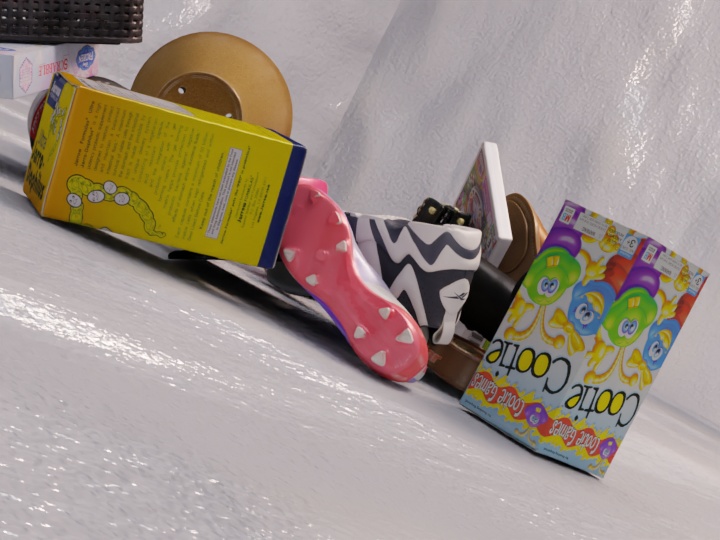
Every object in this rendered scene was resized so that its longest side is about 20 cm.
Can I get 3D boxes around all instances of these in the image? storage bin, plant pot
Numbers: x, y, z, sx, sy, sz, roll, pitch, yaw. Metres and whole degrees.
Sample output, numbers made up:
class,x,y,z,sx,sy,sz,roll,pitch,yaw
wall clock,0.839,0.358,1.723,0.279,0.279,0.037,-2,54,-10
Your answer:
class,x,y,z,sx,sy,sz,roll,pitch,yaw
storage bin,-0.307,-0.262,1.445,0.200,0.094,0.135,-1,15,-25
plant pot,-0.166,-0.166,1.677,0.186,0.187,0.200,26,4,-4

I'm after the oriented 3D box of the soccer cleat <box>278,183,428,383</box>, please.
class,x,y,z,sx,sy,sz,roll,pitch,yaw
soccer cleat,-0.009,0.013,1.331,0.200,0.067,0.076,53,0,25

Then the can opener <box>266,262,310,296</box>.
class,x,y,z,sx,sy,sz,roll,pitch,yaw
can opener,0.000,0.000,1.561,0.200,0.067,0.053,5,-11,34

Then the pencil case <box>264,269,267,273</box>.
class,x,y,z,sx,sy,sz,roll,pitch,yaw
pencil case,-0.033,-0.013,1.723,0.078,0.090,0.200,29,5,26

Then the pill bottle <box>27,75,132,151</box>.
class,x,y,z,sx,sy,sz,roll,pitch,yaw
pill bottle,-0.250,-0.123,1.501,0.116,0.116,0.200,25,3,-28

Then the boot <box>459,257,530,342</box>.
class,x,y,z,sx,sy,sz,roll,pitch,yaw
boot,0.144,0.030,1.510,0.162,0.073,0.198,41,-14,37

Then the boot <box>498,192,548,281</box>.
class,x,y,z,sx,sy,sz,roll,pitch,yaw
boot,0.220,0.015,1.693,0.155,0.077,0.200,25,28,-41

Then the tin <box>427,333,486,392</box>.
class,x,y,z,sx,sy,sz,roll,pitch,yaw
tin,0.105,0.093,1.512,0.112,0.042,0.200,37,6,32

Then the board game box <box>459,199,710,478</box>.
class,x,y,z,sx,sy,sz,roll,pitch,yaw
board game box,0.193,0.059,1.356,0.105,0.200,0.103,25,4,-43

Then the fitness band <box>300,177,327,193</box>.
class,x,y,z,sx,sy,sz,roll,pitch,yaw
fitness band,-0.119,-0.072,1.706,0.144,0.037,0.200,3,-8,-31

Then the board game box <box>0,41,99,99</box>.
class,x,y,z,sx,sy,sz,roll,pitch,yaw
board game box,-0.367,-0.196,1.437,0.200,0.041,0.200,7,14,11

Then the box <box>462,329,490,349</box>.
class,x,y,z,sx,sy,sz,roll,pitch,yaw
box,0.211,0.089,1.839,0.101,0.113,0.200,29,3,32

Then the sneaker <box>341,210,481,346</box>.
class,x,y,z,sx,sy,sz,roll,pitch,yaw
sneaker,0.023,0.016,1.409,0.199,0.130,0.079,10,3,43

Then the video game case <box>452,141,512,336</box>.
class,x,y,z,sx,sy,sz,roll,pitch,yaw
video game case,0.115,-0.021,1.715,0.018,0.200,0.143,8,48,-14

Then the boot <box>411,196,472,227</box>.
class,x,y,z,sx,sy,sz,roll,pitch,yaw
boot,0.055,-0.001,1.627,0.073,0.154,0.204,26,4,4

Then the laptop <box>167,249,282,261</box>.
class,x,y,z,sx,sy,sz,roll,pitch,yaw
laptop,-0.062,0.034,1.449,0.200,0.103,0.177,1,0,6

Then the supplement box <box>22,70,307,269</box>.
class,x,y,z,sx,sy,sz,roll,pitch,yaw
supplement box,-0.164,-0.083,1.306,0.200,0.110,0.109,14,8,-22
